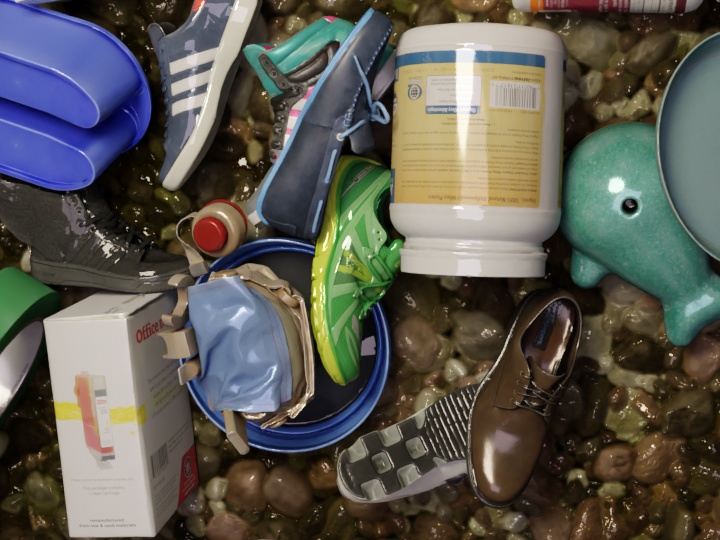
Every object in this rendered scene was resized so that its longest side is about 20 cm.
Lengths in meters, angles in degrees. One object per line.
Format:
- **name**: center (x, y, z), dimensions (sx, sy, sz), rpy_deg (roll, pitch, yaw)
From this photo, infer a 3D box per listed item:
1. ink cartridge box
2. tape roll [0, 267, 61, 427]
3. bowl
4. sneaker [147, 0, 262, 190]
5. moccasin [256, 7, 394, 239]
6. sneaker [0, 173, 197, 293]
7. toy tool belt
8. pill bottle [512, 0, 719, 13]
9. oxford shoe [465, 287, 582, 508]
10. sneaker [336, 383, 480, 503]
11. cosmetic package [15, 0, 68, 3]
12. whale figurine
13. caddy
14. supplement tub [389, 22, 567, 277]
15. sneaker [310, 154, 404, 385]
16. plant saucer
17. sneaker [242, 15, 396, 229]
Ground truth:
- **ink cartridge box**: center (-0.214, 0.123, 1.254), dimensions (0.083, 0.145, 0.201), rpy_deg (-2, 100, 11)
- **tape roll**: center (-0.344, 0.094, 1.240), dimensions (0.048, 0.200, 0.201), rpy_deg (29, 104, 3)
- **bowl**: center (-0.069, 0.067, 1.273), dimensions (0.199, 0.039, 0.202), rpy_deg (2, 101, 9)
- **sneaker**: center (-0.156, -0.173, 1.221), dimensions (0.084, 0.075, 0.201), rpy_deg (21, 100, -3)
- **moccasin**: center (-0.016, -0.119, 1.147), dimensions (0.068, 0.081, 0.201), rpy_deg (29, 111, 1)
- **sneaker**: center (-0.247, -0.039, 1.270), dimensions (0.199, 0.060, 0.105), rpy_deg (3, 104, 16)
- **toy tool belt**: center (-0.112, 0.046, 1.183), dimensions (0.124, 0.123, 0.201), rpy_deg (-15, 101, 22)
- **pill bottle**: center (0.225, -0.268, 1.122), dimensions (0.199, 0.114, 0.115), rpy_deg (2, 101, 9)
- **oxford shoe**: center (0.141, 0.108, 1.191), dimensions (0.072, 0.084, 0.201), rpy_deg (17, 84, -5)
- **sneaker**: center (0.070, 0.161, 1.260), dimensions (0.199, 0.089, 0.074), rpy_deg (-16, 72, -10)
- **cosmetic package**: center (-0.200, -0.292, 1.190), dimensions (0.199, 0.113, 0.082), rpy_deg (-14, 99, 10)
- **whale figurine**: center (0.248, -0.029, 1.168), dimensions (0.159, 0.104, 0.201), rpy_deg (-32, 92, 13)
- **caddy**: center (-0.287, -0.162, 1.231), dimensions (0.199, 0.105, 0.142), rpy_deg (19, 131, 5)
- **supplement tub**: center (0.097, -0.097, 1.148), dimensions (0.144, 0.145, 0.201), rpy_deg (2, 92, 9)
- **sneaker**: center (0.000, 0.000, 1.193), dimensions (0.083, 0.074, 0.201), rpy_deg (5, 86, 2)
- **plant saucer**: center (0.318, -0.098, 1.138), dimensions (0.199, 0.027, 0.202), rpy_deg (2, 86, -26)
- **sneaker**: center (-0.064, -0.144, 1.207), dimensions (0.121, 0.084, 0.200), rpy_deg (40, 96, -5)
